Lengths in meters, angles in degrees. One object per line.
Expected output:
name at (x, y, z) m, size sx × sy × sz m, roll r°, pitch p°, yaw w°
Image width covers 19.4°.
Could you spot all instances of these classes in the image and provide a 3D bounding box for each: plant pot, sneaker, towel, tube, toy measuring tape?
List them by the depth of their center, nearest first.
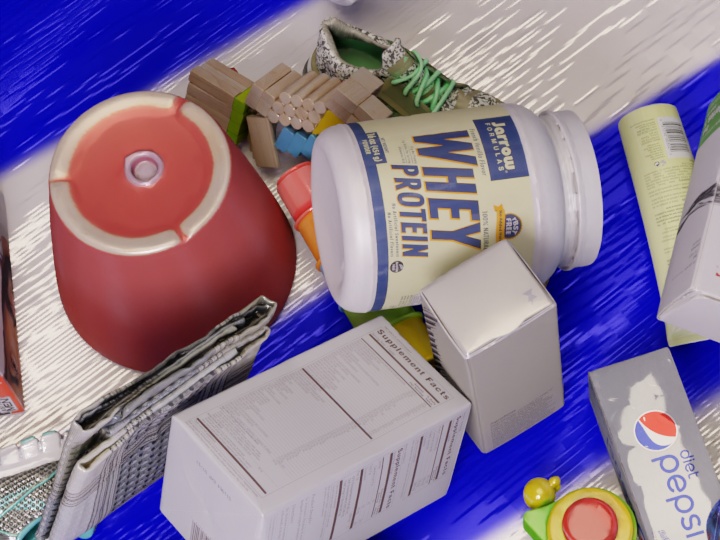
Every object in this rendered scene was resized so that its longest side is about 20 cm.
towel at (-0.149, 0.119, 1.559) m, size 0.192 × 0.200 × 0.035 m, roll -33°, pitch 72°, yaw -31°
toy measuring tape at (0.198, 0.225, 1.573) m, size 0.074 × 0.074 × 0.200 m, roll -38°, pitch 68°, yaw -12°
sneaker at (-0.293, 0.195, 1.632) m, size 0.200 × 0.078 × 0.091 m, roll -20°, pitch 70°, yaw -3°
plant pot at (-0.159, -0.040, 1.667) m, size 0.200 × 0.177 × 0.201 m, roll -2°, pitch 65°, yaw 4°
tube at (0.257, -0.036, 1.699) m, size 0.058 × 0.052 × 0.200 m, roll -27°, pitch 66°, yaw 29°
sneaker at (0.039, -0.153, 1.747) m, size 0.200 × 0.089 × 0.077 m, roll 23°, pitch 70°, yaw 15°

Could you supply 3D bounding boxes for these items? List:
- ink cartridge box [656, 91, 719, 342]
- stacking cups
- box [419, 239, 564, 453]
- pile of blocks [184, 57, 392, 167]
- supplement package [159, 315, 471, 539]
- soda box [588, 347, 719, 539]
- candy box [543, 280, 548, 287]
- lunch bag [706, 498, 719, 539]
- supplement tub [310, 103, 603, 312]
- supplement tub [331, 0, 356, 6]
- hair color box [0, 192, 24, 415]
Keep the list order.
ink cartridge box at (0.329, -0.035, 1.648) m, size 0.146 × 0.084 × 0.200 m, roll 21°, pitch 68°, yaw -7°
stacking cups at (0.000, 0.000, 1.684) m, size 0.060 × 0.061 × 0.200 m, roll -27°, pitch 73°, yaw -7°
box at (0.101, 0.061, 1.582) m, size 0.082 × 0.200 × 0.068 m, roll -30°, pitch 65°, yaw -9°
pile of blocks at (-0.054, -0.133, 1.750) m, size 0.200 × 0.082 × 0.062 m, roll 10°, pitch 32°, yaw 30°
supplement package at (-0.033, 0.139, 1.564) m, size 0.200 × 0.110 × 0.114 m, roll -24°, pitch 54°, yaw -32°
soda box at (0.235, 0.165, 1.598) m, size 0.068 × 0.063 × 0.200 m, roll -18°, pitch 65°, yaw -1°
candy box at (0.069, -0.048, 1.718) m, size 0.200 × 0.026 × 0.102 m, roll 22°, pitch 85°, yaw 15°
lunch bag at (0.331, 0.243, 1.511) m, size 0.150 × 0.094 × 0.200 m, roll 6°, pitch 46°, yaw -40°
supplement tub at (0.072, -0.050, 1.609) m, size 0.200 × 0.145 × 0.145 m, roll -8°, pitch 65°, yaw -11°
supplement tub at (0.027, -0.335, 1.803) m, size 0.200 × 0.140 × 0.140 m, roll -40°, pitch 68°, yaw -13°
hair color box at (-0.320, 0.009, 1.697) m, size 0.064 × 0.111 × 0.200 m, roll -9°, pitch 66°, yaw 1°
